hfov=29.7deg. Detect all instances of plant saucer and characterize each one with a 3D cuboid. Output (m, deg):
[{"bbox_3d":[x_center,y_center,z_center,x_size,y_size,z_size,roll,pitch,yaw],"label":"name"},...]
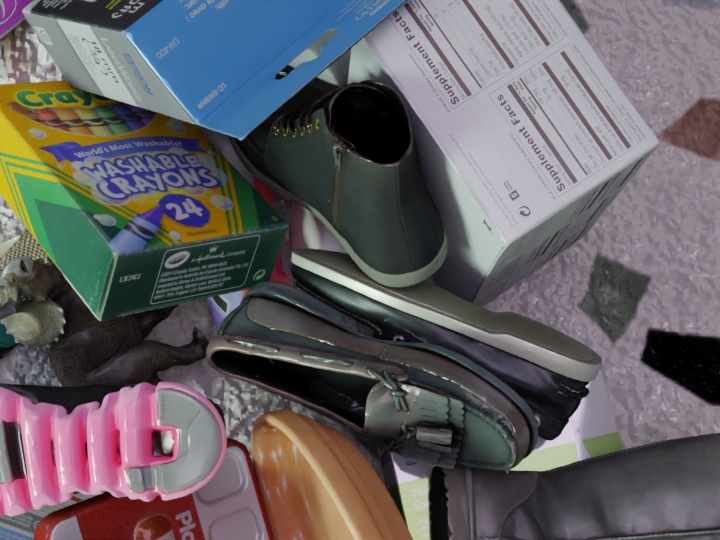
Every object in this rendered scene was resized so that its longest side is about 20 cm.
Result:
[{"bbox_3d":[-0.005,0.171,0.790,0.037,0.200,0.202,-23,80,-19],"label":"plant saucer"}]

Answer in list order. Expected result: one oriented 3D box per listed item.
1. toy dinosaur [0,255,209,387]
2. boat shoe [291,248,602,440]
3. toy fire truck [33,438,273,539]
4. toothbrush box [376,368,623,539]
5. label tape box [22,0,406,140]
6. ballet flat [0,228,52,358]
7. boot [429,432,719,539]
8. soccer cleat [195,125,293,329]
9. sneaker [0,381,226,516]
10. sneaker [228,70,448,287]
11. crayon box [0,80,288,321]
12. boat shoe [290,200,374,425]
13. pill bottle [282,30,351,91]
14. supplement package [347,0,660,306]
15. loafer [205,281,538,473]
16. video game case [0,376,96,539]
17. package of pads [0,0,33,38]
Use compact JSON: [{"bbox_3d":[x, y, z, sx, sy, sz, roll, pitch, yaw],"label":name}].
[{"bbox_3d":[-0.160,0.044,0.858,0.102,0.077,0.201,-37,125,-8],"label":"toy dinosaur"},{"bbox_3d":[0.042,0.046,0.818,0.197,0.075,0.067,20,104,6],"label":"boat shoe"},{"bbox_3d":[-0.114,0.219,0.816,0.166,0.112,0.203,-18,92,-27],"label":"toy fire truck"},{"bbox_3d":[0.101,0.178,0.852,0.144,0.086,0.203,-12,80,-6],"label":"toothbrush box"},{"bbox_3d":[-0.085,-0.157,0.782,0.144,0.199,0.064,-43,126,-21],"label":"label tape box"},{"bbox_3d":[-0.255,0.037,0.874,0.075,0.068,0.200,37,71,26],"label":"ballet flat"},{"bbox_3d":[0.143,0.185,0.782,0.197,0.073,0.185,2,79,-10],"label":"boot"},{"bbox_3d":[-0.090,-0.034,0.902,0.075,0.067,0.203,-5,79,16],"label":"soccer cleat"},{"bbox_3d":[-0.169,0.097,0.800,0.197,0.095,0.080,1,94,6],"label":"sneaker"},{"bbox_3d":[-0.020,-0.088,0.801,0.074,0.107,0.200,-35,54,-19],"label":"sneaker"},{"bbox_3d":[-0.153,-0.060,0.832,0.125,0.052,0.200,-11,45,-42],"label":"crayon box"},{"bbox_3d":[0.000,0.000,0.894,0.068,0.072,0.203,0,66,-25],"label":"boat shoe"},{"bbox_3d":[0.003,-0.210,0.908,0.110,0.111,0.201,31,71,3],"label":"pill bottle"},{"bbox_3d":[0.075,-0.082,0.848,0.110,0.200,0.157,-32,80,-11],"label":"supplement package"},{"bbox_3d":[0.002,0.073,0.776,0.198,0.073,0.063,23,40,23],"label":"loafer"},{"bbox_3d":[-0.244,0.165,0.827,0.142,0.018,0.202,27,78,-27],"label":"video game case"},{"bbox_3d":[-0.267,-0.207,0.889,0.200,0.121,0.075,-42,42,-11],"label":"package of pads"}]
